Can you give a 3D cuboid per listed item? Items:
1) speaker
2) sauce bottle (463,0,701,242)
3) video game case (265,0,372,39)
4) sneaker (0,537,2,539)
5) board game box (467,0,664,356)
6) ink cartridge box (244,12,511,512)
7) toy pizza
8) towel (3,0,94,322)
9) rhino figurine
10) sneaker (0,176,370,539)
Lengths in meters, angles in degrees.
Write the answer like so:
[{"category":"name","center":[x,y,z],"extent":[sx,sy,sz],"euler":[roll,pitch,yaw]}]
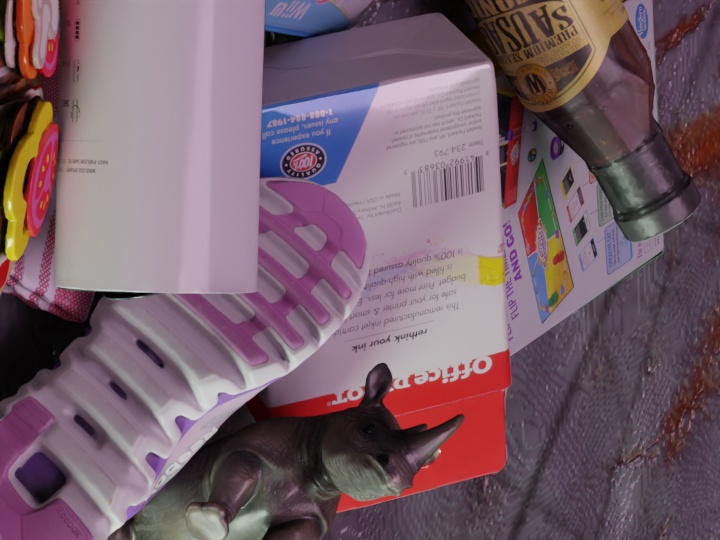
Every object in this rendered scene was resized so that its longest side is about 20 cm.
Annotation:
[{"category":"speaker","center":[-0.076,-0.089,1.034],"extent":[0.081,0.081,0.201],"euler":[0,92,-50]},{"category":"sauce bottle","center":[0.093,-0.107,1.238],"extent":[0.066,0.066,0.201],"euler":[-41,105,-33]},{"category":"video game case","center":[0.023,-0.174,1.113],"extent":[0.200,0.018,0.143],"euler":[-46,165,16]},{"category":"sneaker","center":[-0.169,0.137,1.058],"extent":[0.074,0.087,0.201],"euler":[-42,134,-33]},{"category":"board game box","center":[0.072,-0.041,1.316],"extent":[0.200,0.040,0.154],"euler":[-31,127,-40]},{"category":"ink cartridge box","center":[0.000,0.000,1.190],"extent":[0.116,0.067,0.201],"euler":[-12,118,-17]},{"category":"toy pizza","center":[-0.134,-0.055,0.950],"extent":[0.200,0.032,0.202],"euler":[8,90,-81]},{"category":"towel","center":[-0.140,-0.079,1.052],"extent":[0.200,0.030,0.147],"euler":[37,74,-50]},{"category":"rhino figurine","center":[-0.040,0.094,1.132],"extent":[0.060,0.199,0.088],"euler":[56,28,-15]},{"category":"sneaker","center":[-0.080,0.042,1.114],"extent":[0.200,0.081,0.088],"euler":[-43,173,-7]}]
